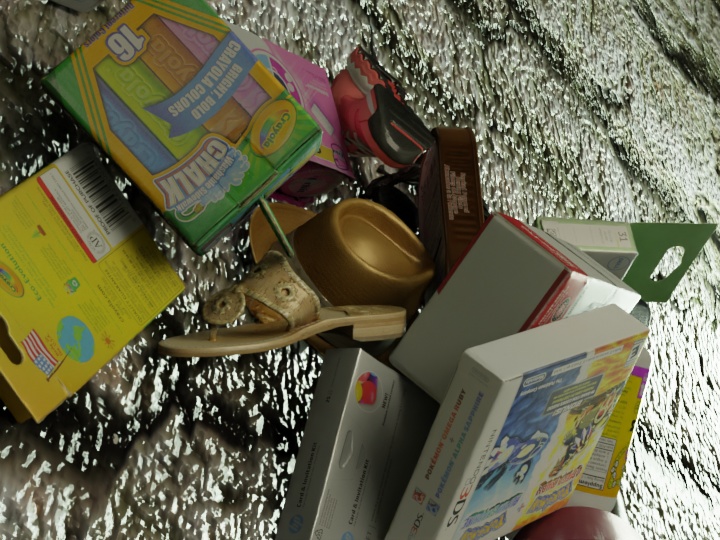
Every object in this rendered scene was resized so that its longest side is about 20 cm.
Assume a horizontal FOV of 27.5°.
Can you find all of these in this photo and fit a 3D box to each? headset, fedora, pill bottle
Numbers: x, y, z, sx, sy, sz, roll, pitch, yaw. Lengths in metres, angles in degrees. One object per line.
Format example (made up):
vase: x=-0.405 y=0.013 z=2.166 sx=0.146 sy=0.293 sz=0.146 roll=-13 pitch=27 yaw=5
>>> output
headset: x=0.077 y=-0.067 z=1.473 sx=0.200 sy=0.094 sz=0.124 roll=35 pitch=32 yaw=-65
fedora: x=0.000 y=0.000 z=1.225 sx=0.201 sy=0.082 sz=0.201 roll=36 pitch=30 yaw=-25
pill bottle: x=0.193 y=0.156 z=1.340 sx=0.104 sy=0.104 sz=0.200 roll=14 pitch=92 yaw=-54

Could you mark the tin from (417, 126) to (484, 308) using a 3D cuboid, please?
tin: x=0.078 y=-0.036 z=1.298 sx=0.112 sy=0.042 sz=0.200 roll=98 pitch=-9 yaw=-56

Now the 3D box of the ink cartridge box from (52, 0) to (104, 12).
ink cartridge box: x=-0.279 y=-0.295 z=1.099 sx=0.200 sy=0.047 sz=0.160 roll=14 pitch=55 yaw=-47

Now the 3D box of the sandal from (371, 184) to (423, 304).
sandal: x=0.049 y=-0.002 z=1.389 sx=0.200 sy=0.045 sz=0.075 roll=54 pitch=32 yaw=-45

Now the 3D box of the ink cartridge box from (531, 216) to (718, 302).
ink cartridge box: x=0.251 y=0.007 z=1.500 sx=0.200 sy=0.146 sz=0.048 roll=3 pitch=54 yaw=-14

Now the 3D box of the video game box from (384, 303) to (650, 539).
video game box: x=0.121 y=0.126 z=1.123 sx=0.047 sy=0.182 sz=0.200 roll=40 pitch=33 yaw=29

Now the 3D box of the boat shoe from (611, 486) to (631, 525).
boat shoe: x=0.267 y=0.296 z=1.430 sx=0.072 sy=0.072 sz=0.200 roll=20 pitch=56 yaw=-54

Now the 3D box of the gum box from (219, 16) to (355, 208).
gum box: x=-0.092 y=-0.132 z=1.232 sx=0.200 sy=0.066 sz=0.114 roll=17 pitch=52 yaw=-53

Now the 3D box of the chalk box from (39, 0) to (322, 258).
chalk box: x=-0.106 y=-0.092 z=1.037 sx=0.200 sy=0.124 sz=0.124 roll=47 pitch=-4 yaw=-3

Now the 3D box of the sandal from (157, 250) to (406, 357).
sandal: x=-0.057 y=0.019 z=1.094 sx=0.212 sy=0.078 sz=0.070 roll=-3 pitch=98 yaw=-35

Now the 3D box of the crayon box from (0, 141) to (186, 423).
crayon box: x=-0.205 y=0.009 z=0.949 sx=0.127 sy=0.051 sz=0.200 roll=57 pitch=29 yaw=-9

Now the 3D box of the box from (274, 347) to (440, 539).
box: x=0.031 y=0.170 z=1.151 sx=0.200 sy=0.041 sz=0.156 roll=33 pitch=63 yaw=-42

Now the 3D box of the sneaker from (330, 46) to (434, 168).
sneaker: x=0.005 y=-0.126 z=1.326 sx=0.074 sy=0.087 sz=0.200 roll=39 pitch=15 yaw=-24

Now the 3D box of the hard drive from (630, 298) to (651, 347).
hard drive: x=0.226 y=0.116 z=1.451 sx=0.135 sy=0.042 sz=0.200 roll=10 pitch=97 yaw=-55

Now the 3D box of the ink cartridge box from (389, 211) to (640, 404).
ink cartridge box: x=0.130 y=0.045 z=1.193 sx=0.084 sy=0.144 sz=0.200 roll=39 pitch=11 yaw=24

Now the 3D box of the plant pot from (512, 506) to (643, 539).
plant pot: x=0.173 y=0.281 z=1.160 sx=0.200 sy=0.200 sz=0.179 roll=56 pitch=14 yaw=-12
